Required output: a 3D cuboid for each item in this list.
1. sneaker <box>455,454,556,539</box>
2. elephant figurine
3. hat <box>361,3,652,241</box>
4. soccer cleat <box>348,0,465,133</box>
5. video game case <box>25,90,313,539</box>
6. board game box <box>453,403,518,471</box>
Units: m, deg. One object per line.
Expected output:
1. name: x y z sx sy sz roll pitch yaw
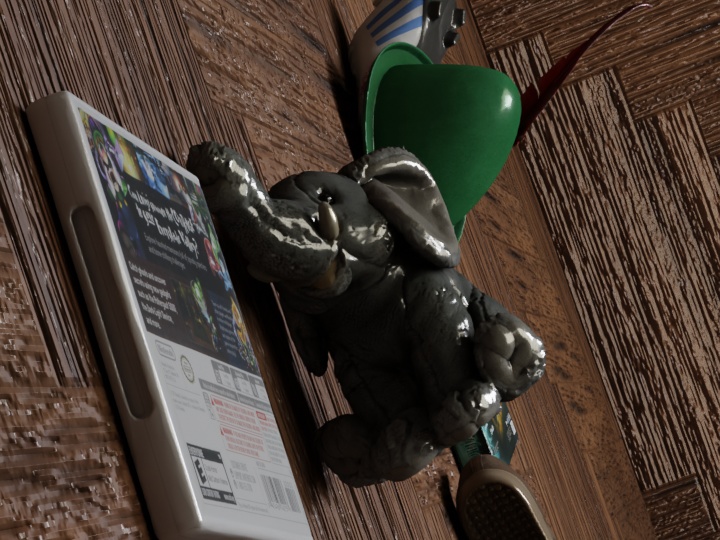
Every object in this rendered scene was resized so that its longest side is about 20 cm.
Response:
1. sneaker: 0.124 0.217 1.848 0.076 0.070 0.201 -89 159 -73
2. elephant figurine: 0.000 0.000 1.385 0.200 0.141 0.155 54 -21 -1
3. hat: 0.114 -0.114 2.006 0.165 0.175 0.201 22 63 -58
4. soccer cleat: 0.023 -0.158 2.128 0.070 0.086 0.201 60 35 -32
5. video game case: -0.077 0.030 1.114 0.200 0.023 0.183 34 37 -76
6. board game box: 0.081 0.088 2.021 0.200 0.028 0.136 -41 111 -81
